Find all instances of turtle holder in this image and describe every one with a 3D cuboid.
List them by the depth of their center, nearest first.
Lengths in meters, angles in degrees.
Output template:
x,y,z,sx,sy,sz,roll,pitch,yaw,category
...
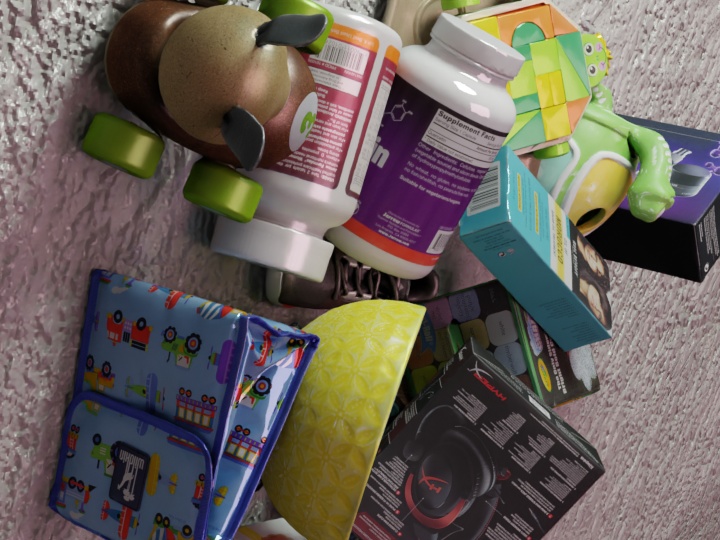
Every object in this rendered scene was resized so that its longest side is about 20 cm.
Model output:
x,y,z,sx,sy,sz,roll,pitch,yaw,category
0.200,-0.092,1.649,0.141,0.185,0.132,88,22,-75,turtle holder

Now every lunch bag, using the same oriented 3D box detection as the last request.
x,y,z,sx,sy,sz,roll,pitch,yaw,category
-0.139,0.117,1.268,0.094,0.150,0.200,21,85,-56,lunch bag

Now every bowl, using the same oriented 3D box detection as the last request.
x,y,z,sx,sy,sz,roll,pitch,yaw,category
-0.031,0.104,1.334,0.200,0.108,0.200,19,90,-88,bowl

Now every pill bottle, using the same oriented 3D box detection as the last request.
x,y,z,sx,sy,sz,roll,pitch,yaw,category
-0.045,-0.099,1.357,0.110,0.109,0.200,19,87,-56,pill bottle
0.050,-0.101,1.421,0.112,0.112,0.200,7,115,-56,pill bottle

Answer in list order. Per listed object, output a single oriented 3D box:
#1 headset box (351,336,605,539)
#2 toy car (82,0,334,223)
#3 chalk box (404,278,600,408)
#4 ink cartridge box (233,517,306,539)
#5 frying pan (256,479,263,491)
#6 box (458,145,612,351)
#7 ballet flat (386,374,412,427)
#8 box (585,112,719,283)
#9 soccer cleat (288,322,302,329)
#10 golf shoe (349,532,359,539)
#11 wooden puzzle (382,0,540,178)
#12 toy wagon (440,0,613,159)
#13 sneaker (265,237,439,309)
x,y,z,sx,sy,sz,roll,pitch,yaw,category
0.079,0.180,1.463,0.200,0.149,0.075,-48,-176,8,headset box
-0.077,-0.124,1.190,0.158,0.200,0.165,24,87,-25,toy car
0.113,0.075,1.587,0.200,0.124,0.125,-5,80,-63,chalk box
-0.105,0.289,1.426,0.200,0.083,0.145,-1,115,-55,ink cartridge box
-0.113,0.177,1.390,0.115,0.031,0.190,-42,153,22,frying pan
0.152,-0.016,1.519,0.200,0.049,0.082,43,38,-44,box
0.018,0.113,1.591,0.200,0.070,0.065,44,39,-56,ballet flat
0.275,-0.079,1.751,0.141,0.200,0.079,-47,137,-36,box
-0.073,0.091,1.430,0.200,0.067,0.081,-22,98,-36,soccer cleat
0.027,0.174,1.527,0.200,0.078,0.097,-21,116,-1,golf shoe
0.084,-0.156,1.542,0.200,0.046,0.186,18,83,-31,wooden puzzle
0.146,-0.172,1.528,0.200,0.040,0.155,-17,102,-30,toy wagon
0.000,0.000,1.486,0.200,0.082,0.077,-3,105,-55,sneaker
